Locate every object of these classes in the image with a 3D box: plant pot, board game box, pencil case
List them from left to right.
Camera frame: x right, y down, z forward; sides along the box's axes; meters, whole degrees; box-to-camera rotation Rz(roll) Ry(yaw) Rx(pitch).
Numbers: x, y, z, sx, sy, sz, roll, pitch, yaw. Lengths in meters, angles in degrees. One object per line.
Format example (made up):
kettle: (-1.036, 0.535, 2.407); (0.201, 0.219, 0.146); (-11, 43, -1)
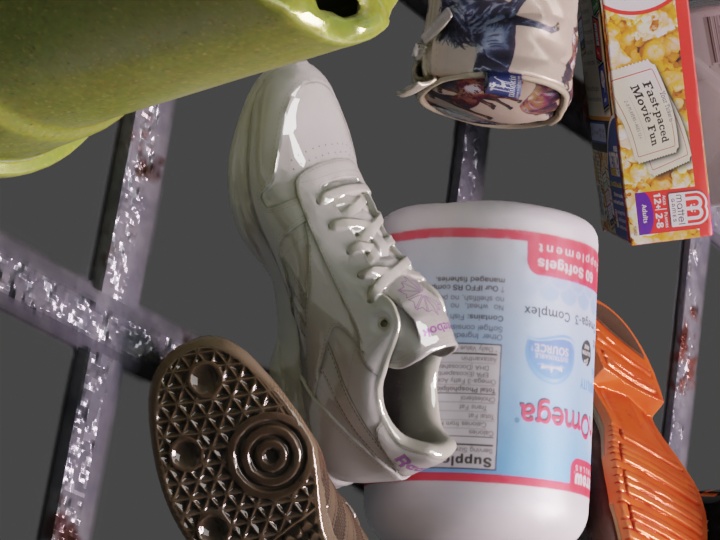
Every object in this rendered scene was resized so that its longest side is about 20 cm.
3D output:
plant pot: (-0.083, -0.143, 1.030); (0.200, 0.184, 0.200); (8, 80, -54)
pencil case: (0.068, -0.175, 1.342); (0.089, 0.078, 0.200); (10, 77, -38)
board game box: (0.145, -0.118, 1.411); (0.152, 0.046, 0.200); (-99, -178, -86)

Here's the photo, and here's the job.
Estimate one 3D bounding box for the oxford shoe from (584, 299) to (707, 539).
oxford shoe: (0.120, 0.106, 1.330); (0.071, 0.073, 0.200); (35, 29, -32)

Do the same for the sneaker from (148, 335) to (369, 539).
sneaker: (-0.036, 0.117, 1.185); (0.200, 0.070, 0.076); (62, 0, -11)

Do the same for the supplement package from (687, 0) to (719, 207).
supplement package: (0.276, -0.119, 1.597); (0.200, 0.121, 0.120); (-24, 105, -54)

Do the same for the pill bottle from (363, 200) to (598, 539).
pill bottle: (0.057, 0.073, 1.272); (0.109, 0.109, 0.200); (16, 73, -53)

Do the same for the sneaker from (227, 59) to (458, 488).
sneaker: (0.000, 0.000, 1.207); (0.075, 0.100, 0.200); (-19, 101, -51)

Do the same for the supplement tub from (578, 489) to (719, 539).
supplement tub: (0.180, 0.173, 1.359); (0.123, 0.200, 0.123); (10, 78, -55)
